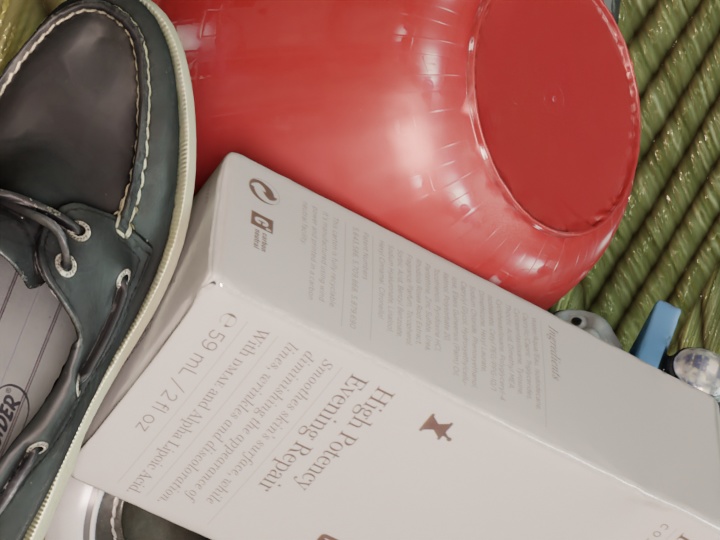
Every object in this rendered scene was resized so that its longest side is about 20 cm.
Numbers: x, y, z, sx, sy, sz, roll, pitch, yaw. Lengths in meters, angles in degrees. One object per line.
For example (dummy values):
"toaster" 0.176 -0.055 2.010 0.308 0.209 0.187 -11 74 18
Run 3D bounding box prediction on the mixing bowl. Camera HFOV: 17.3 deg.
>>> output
"mixing bowl" 0.028 -0.054 0.842 0.200 0.108 0.200 11 75 -47

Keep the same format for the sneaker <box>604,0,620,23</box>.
"sneaker" 0.075 -0.113 1.049 0.200 0.075 0.116 -3 99 -77

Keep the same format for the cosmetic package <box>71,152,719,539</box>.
"cosmetic package" 0.014 0.055 0.784 0.102 0.200 0.074 -51 -159 34

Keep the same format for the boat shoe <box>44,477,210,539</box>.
"boat shoe" -0.055 0.112 0.888 0.069 0.057 0.200 -68 154 -19

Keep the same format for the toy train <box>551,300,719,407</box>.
"toy train" 0.098 0.095 1.076 0.200 0.114 0.087 112 2 -46

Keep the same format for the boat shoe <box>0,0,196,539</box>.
"boat shoe" -0.107 0.006 0.709 0.199 0.074 0.066 -66 167 -1
